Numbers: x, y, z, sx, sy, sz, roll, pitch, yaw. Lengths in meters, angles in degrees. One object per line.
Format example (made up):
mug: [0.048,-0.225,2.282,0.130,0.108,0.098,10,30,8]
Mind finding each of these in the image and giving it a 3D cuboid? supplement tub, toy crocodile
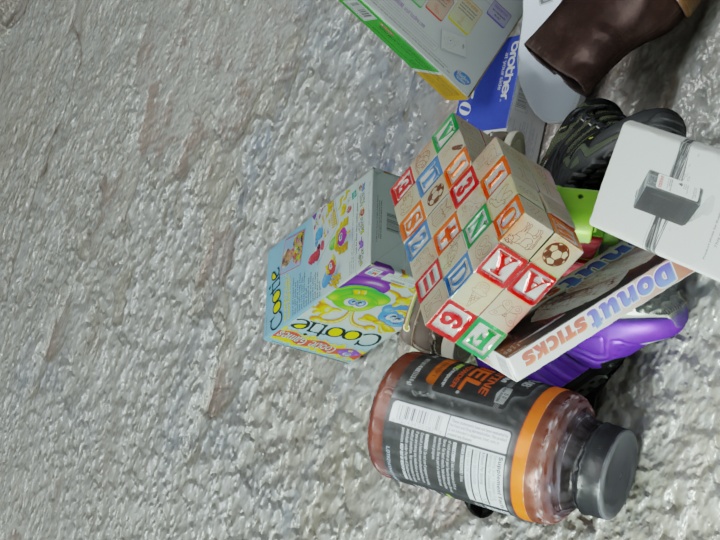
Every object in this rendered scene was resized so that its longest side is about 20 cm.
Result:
supplement tub: [0.112,0.134,1.426,0.199,0.107,0.108,13,85,28]
toy crocodile: [0.164,-0.018,1.462,0.200,0.067,0.062,109,171,-68]

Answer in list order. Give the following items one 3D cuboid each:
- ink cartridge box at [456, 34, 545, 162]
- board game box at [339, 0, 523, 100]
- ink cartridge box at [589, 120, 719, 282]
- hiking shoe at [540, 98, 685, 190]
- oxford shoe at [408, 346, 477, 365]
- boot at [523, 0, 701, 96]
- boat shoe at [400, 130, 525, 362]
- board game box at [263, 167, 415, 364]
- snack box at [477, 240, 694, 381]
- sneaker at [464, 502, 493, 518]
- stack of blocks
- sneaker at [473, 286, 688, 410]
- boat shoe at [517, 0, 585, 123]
ink cartridge box: [0.122,-0.112,1.682,0.094,0.044,0.202,-2,72,60]
board game box: [0.090,-0.280,1.659,0.201,0.153,0.040,-55,24,-13]
ink cartridge box: [0.271,-0.028,1.246,0.200,0.143,0.084,33,104,62]
hiking shoe: [0.194,-0.103,1.484,0.200,0.075,0.101,-35,44,58]
oxford shoe: [0.090,0.055,1.630,0.058,0.075,0.201,-43,-25,-59]
boot: [0.197,-0.247,1.535,0.166,0.072,0.200,-41,41,3]
boat shoe: [0.086,-0.025,1.533,0.059,0.072,0.202,18,95,26]
board game box: [0.000,0.000,1.780,0.200,0.102,0.106,-35,45,49]
snack box: [0.180,0.016,1.381,0.199,0.024,0.072,-31,20,-12]
sneaker: [0.095,0.160,1.552,0.199,0.060,0.105,-15,59,48]
stack of blocks: [0.091,-0.040,1.396,0.115,0.058,0.200,-49,26,21]
sneaker: [0.180,0.068,1.455,0.199,0.069,0.100,-10,102,40]
boat shoe: [0.175,-0.230,1.626,0.070,0.066,0.202,-12,86,34]
